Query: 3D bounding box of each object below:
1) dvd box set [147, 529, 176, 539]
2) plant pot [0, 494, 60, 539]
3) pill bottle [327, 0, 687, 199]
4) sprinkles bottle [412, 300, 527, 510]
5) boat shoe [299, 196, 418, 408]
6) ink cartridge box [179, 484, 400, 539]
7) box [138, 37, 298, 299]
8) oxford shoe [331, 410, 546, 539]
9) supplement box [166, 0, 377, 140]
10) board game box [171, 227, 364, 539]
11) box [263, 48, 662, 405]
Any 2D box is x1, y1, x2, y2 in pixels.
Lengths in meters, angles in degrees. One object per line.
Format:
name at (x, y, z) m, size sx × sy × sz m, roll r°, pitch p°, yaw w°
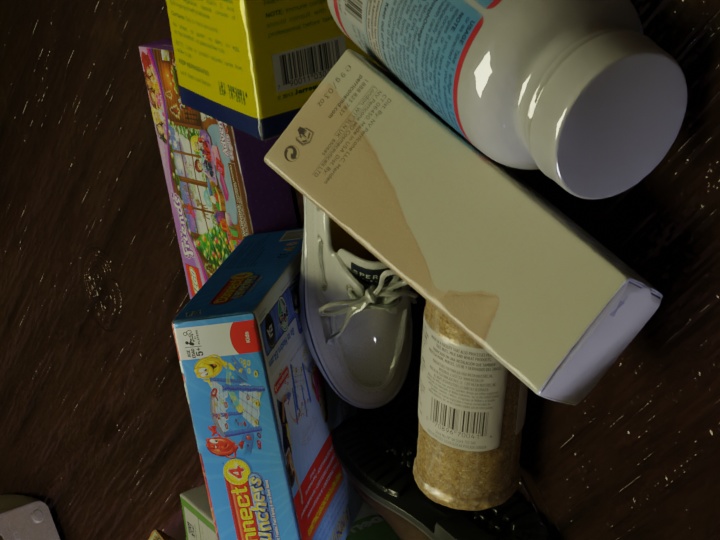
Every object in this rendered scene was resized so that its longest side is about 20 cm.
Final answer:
dvd box set at (-0.083, 0.262, 1.609) m, size 0.146 × 0.029 × 0.200 m, roll 36°, pitch 177°, yaw -18°
plant pot at (-0.392, 0.333, 2.227) m, size 0.177 × 0.199 × 0.201 m, roll -31°, pitch 79°, yaw 51°
pill bottle at (0.075, -0.121, 1.120) m, size 0.200 × 0.108 × 0.109 m, roll 45°, pitch 143°, yaw 43°
sprinkles bottle at (0.068, 0.047, 1.282) m, size 0.068 × 0.068 × 0.201 m, roll 44°, pitch 142°, yaw 43°
boat shoe at (0.005, -0.001, 1.364) m, size 0.086 × 0.074 × 0.203 m, roll -132°, pitch 38°, yaw -70°
ink cartridge box at (-0.036, 0.203, 1.540) m, size 0.200 × 0.104 × 0.060 m, roll 30°, pitch 132°, yaw 53°
box at (-0.097, -0.065, 1.563) m, size 0.137 × 0.039 × 0.201 m, roll 16°, pitch 120°, yaw 60°
oxford shoe at (0.043, 0.160, 1.400) m, size 0.200 × 0.072 × 0.085 m, roll 43°, pitch 146°, yaw 46°
supplement box at (-0.052, -0.196, 1.318) m, size 0.109 × 0.109 × 0.201 m, roll 28°, pitch 131°, yaw 54°
board game box at (-0.054, 0.093, 1.432) m, size 0.200 × 0.056 × 0.197 m, roll -56°, pitch -43°, yaw -70°
box at (0.056, -0.022, 1.155) m, size 0.200 × 0.078 × 0.095 m, roll 41°, pitch -173°, yaw 20°
